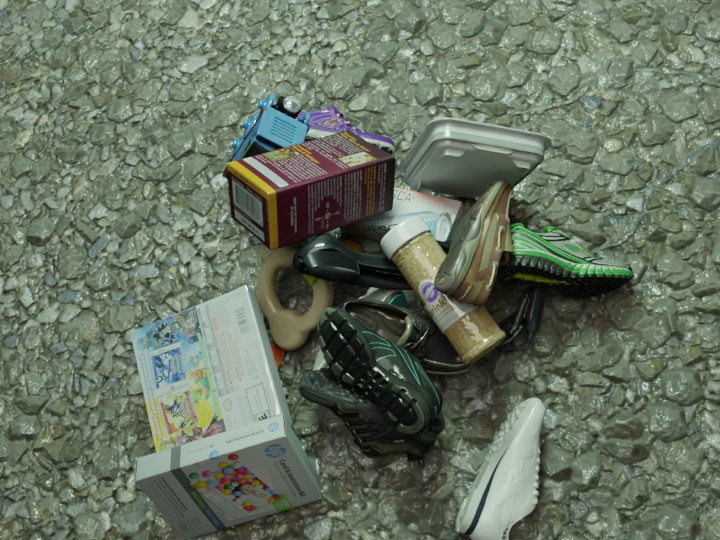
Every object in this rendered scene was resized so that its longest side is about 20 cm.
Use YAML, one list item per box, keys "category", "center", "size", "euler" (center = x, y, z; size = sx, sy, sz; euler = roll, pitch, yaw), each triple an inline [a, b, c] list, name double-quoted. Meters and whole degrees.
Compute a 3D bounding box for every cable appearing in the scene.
- category: "cable"
  center: [0.184, 0.013, 1.138]
  size: [0.163, 0.051, 0.201]
  euler: [8, 74, 19]

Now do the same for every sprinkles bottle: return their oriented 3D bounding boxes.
- category: "sprinkles bottle"
  center: [0.107, 0.025, 1.051]
  size: [0.068, 0.068, 0.200]
  euler: [-34, 76, -3]

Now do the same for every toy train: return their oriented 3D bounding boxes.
- category: "toy train"
  center: [-0.145, -0.175, 1.192]
  size: [0.087, 0.200, 0.115]
  euler: [26, 54, -18]

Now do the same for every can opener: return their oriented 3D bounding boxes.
- category: "can opener"
  center: [0.000, 0.000, 1.088]
  size: [0.063, 0.200, 0.079]
  euler: [-50, 43, 35]

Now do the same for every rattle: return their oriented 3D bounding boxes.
- category: "rattle"
  center: [-0.088, 0.053, 1.183]
  size: [0.130, 0.143, 0.201]
  euler: [16, 109, 10]

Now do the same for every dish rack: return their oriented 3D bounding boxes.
- category: "dish rack"
  center: [0.150, -0.140, 1.098]
  size: [0.171, 0.200, 0.044]
  euler: [9, 73, -10]

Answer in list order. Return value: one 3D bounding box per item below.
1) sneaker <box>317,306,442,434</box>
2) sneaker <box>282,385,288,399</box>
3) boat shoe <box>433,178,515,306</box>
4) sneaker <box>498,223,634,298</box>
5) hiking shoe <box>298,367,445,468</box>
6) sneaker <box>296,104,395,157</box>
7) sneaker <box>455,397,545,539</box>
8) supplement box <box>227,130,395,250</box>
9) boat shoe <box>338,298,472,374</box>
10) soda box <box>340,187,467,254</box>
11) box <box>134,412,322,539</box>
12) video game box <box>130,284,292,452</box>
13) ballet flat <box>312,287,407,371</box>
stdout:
- category: "sneaker"
  center: [0.024, 0.123, 1.024]
  size: [0.200, 0.079, 0.075]
  euler: [47, 124, 17]
- category: "sneaker"
  center: [-0.204, 0.156, 1.140]
  size: [0.199, 0.071, 0.113]
  euler: [-13, 71, 8]
- category: "boat shoe"
  center: [0.160, -0.034, 1.031]
  size: [0.072, 0.076, 0.200]
  euler: [33, 59, -7]
- category: "sneaker"
  center: [0.281, -0.019, 1.081]
  size: [0.199, 0.078, 0.085]
  euler: [13, 64, -17]
- category: "hiking shoe"
  center: [0.005, 0.201, 1.057]
  size: [0.199, 0.076, 0.101]
  euler: [21, 112, 3]
- category: "sneaker"
  center: [-0.035, -0.218, 1.247]
  size: [0.199, 0.081, 0.084]
  euler: [18, 68, 17]
- category: "sneaker"
  center: [0.197, 0.261, 1.032]
  size: [0.080, 0.076, 0.200]
  euler: [27, 81, 7]
- category: "supplement box"
  center: [-0.064, -0.112, 1.077]
  size: [0.200, 0.086, 0.110]
  euler: [-20, 39, -30]
- category: "boat shoe"
  center: [0.060, 0.087, 1.071]
  size: [0.199, 0.065, 0.072]
  euler: [22, 81, 3]
- category: "soda box"
  center: [0.055, -0.077, 1.162]
  size: [0.199, 0.064, 0.069]
  euler: [15, 72, 29]
- category: "box"
  center: [-0.167, 0.272, 1.044]
  size: [0.199, 0.156, 0.041]
  euler: [-18, 42, 3]
- category: "video game box"
  center: [-0.203, 0.145, 1.081]
  size: [0.182, 0.047, 0.201]
  euler: [-20, 70, 6]
- category: "ballet flat"
  center: [-0.015, 0.097, 1.137]
  size: [0.069, 0.069, 0.200]
  euler: [36, 76, 21]
